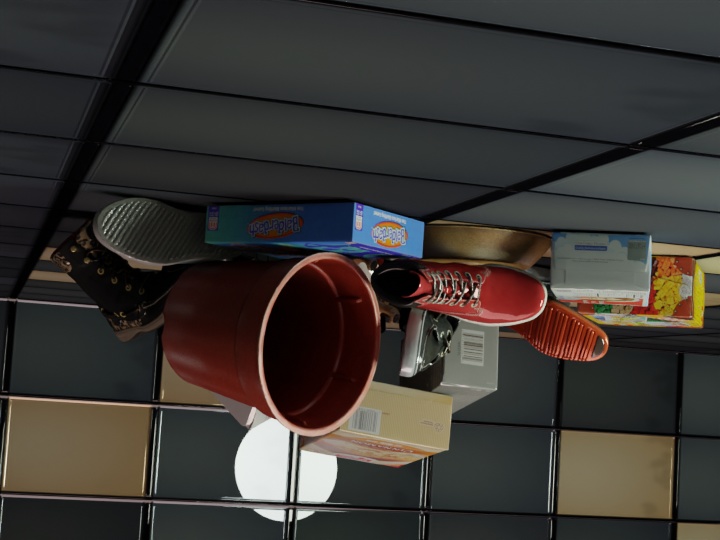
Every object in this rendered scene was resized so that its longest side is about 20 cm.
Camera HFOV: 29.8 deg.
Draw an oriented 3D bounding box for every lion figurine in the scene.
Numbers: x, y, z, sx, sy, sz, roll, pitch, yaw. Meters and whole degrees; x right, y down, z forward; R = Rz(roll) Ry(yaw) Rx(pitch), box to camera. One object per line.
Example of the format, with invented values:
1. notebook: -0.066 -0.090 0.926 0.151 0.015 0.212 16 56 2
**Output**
1. lion figurine: 0.000 0.000 1.691 0.122 0.072 0.202 27 147 33

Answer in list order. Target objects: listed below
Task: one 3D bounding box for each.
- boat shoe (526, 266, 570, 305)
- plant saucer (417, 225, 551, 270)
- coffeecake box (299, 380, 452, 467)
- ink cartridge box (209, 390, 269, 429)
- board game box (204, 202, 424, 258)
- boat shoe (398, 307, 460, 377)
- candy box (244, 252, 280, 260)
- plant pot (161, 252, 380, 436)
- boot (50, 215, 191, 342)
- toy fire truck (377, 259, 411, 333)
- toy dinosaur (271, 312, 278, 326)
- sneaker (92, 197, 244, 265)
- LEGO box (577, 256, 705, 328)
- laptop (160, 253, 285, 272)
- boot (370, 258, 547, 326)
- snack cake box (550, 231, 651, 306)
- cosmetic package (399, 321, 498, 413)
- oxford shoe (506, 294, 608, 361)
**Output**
1. boat shoe: 0.270 0.035 1.967 0.198 0.072 0.072 7 173 -39
2. plant saucer: 0.134 -0.023 1.639 0.197 0.036 0.200 4 174 0
3. coffeecake box: 0.017 0.206 1.819 0.151 0.074 0.200 12 163 -15
4. ink cartridge box: -0.116 0.104 1.832 0.199 0.085 0.145 -26 -121 -41
5. board game box: -0.051 -0.042 1.510 0.198 0.046 0.151 1 174 33
6. boat shoe: 0.085 0.076 1.623 0.056 0.070 0.200 11 -162 7
7. candy box: -0.133 -0.015 1.792 0.197 0.056 0.115 5 172 -22
8. plant pot: -0.112 0.072 1.549 0.193 0.204 0.199 8 179 41
9. boot: -0.291 0.002 1.666 0.151 0.073 0.199 48 145 -12
10. toy fire truck: 0.063 0.019 1.818 0.173 0.130 0.201 -2 154 3
11. toy dinosaur: -0.044 0.044 1.659 0.101 0.201 0.077 27 -157 -6
12. sneaker: -0.226 -0.036 1.538 0.198 0.075 0.081 9 168 -41
13. LEGO box: 0.377 0.030 1.805 0.147 0.078 0.200 1 174 19
14. laptop: -0.144 0.003 1.718 0.198 0.104 0.178 22 140 0
15. boot: 0.112 0.024 1.529 0.197 0.074 0.144 7 -179 7
16. snack cake box: 0.288 0.000 1.614 0.113 0.068 0.200 1 174 11
17. cosmetic package: 0.117 0.125 1.824 0.089 0.108 0.200 7 161 -16
18. oxford shoe: 0.220 0.048 1.680 0.198 0.072 0.072 25 -148 16
